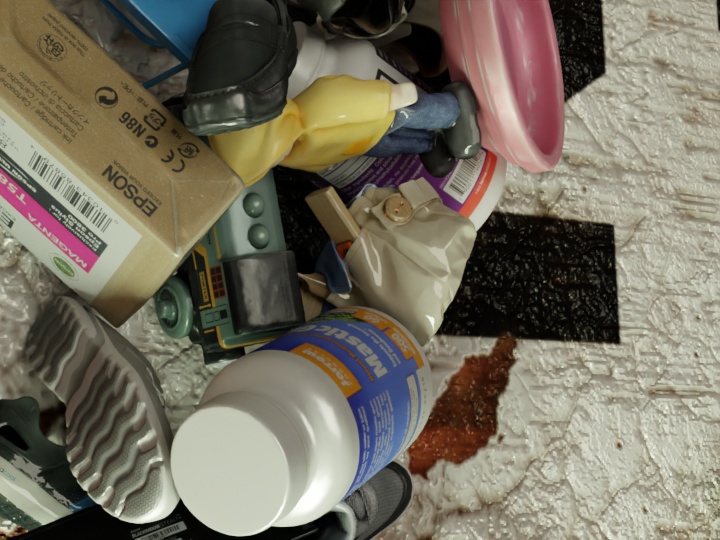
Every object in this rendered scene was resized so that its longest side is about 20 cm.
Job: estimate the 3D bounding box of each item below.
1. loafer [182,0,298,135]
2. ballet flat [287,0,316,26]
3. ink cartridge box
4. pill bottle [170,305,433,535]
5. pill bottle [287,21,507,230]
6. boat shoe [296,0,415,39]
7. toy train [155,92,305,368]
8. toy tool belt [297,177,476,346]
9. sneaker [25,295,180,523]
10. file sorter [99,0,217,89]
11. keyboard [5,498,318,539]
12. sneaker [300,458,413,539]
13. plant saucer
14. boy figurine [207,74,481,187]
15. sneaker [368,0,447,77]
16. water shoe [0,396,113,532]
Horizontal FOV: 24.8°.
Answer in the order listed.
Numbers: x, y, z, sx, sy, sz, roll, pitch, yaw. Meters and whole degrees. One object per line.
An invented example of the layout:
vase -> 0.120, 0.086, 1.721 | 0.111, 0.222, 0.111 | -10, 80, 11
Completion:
loafer -> -0.078, -0.137, 1.031 | 0.201, 0.067, 0.071 | -78, 159, -67
ballet flat -> -0.011, -0.248, 1.234 | 0.199, 0.068, 0.068 | -34, 83, 2
ink cartridge box -> -0.188, -0.072, 1.050 | 0.200, 0.165, 0.075 | 42, 62, -4
pill bottle -> -0.038, 0.097, 1.056 | 0.200, 0.111, 0.113 | -27, 98, -64
pill bottle -> 0.010, -0.103, 1.255 | 0.199, 0.112, 0.113 | 33, 65, -26
boat shoe -> 0.002, -0.196, 1.176 | 0.060, 0.074, 0.200 | 51, 11, 13
toy train -> -0.098, -0.033, 1.165 | 0.085, 0.114, 0.202 | -6, 86, -36
toy tool belt -> 0.000, 0.000, 1.204 | 0.122, 0.200, 0.126 | 26, 67, -4
sneaker -> -0.150, 0.089, 1.076 | 0.082, 0.200, 0.075 | 25, 111, -40
file sorter -> -0.140, -0.246, 1.168 | 0.139, 0.122, 0.201 | 43, 61, -22
keyboard -> -0.126, 0.191, 1.067 | 0.199, 0.040, 0.104 | -18, 59, -25
sneaker -> -0.021, 0.179, 1.183 | 0.199, 0.113, 0.076 | -12, 89, -36
plant saucer -> 0.104, -0.170, 1.229 | 0.200, 0.050, 0.202 | -11, 90, -70
boy figurine -> -0.010, -0.096, 1.114 | 0.199, 0.124, 0.065 | -8, 75, -39
sneaker -> 0.012, -0.231, 1.303 | 0.200, 0.073, 0.085 | 38, 60, -26
water shoe -> -0.172, 0.157, 1.105 | 0.200, 0.071, 0.079 | 38, 65, -24
